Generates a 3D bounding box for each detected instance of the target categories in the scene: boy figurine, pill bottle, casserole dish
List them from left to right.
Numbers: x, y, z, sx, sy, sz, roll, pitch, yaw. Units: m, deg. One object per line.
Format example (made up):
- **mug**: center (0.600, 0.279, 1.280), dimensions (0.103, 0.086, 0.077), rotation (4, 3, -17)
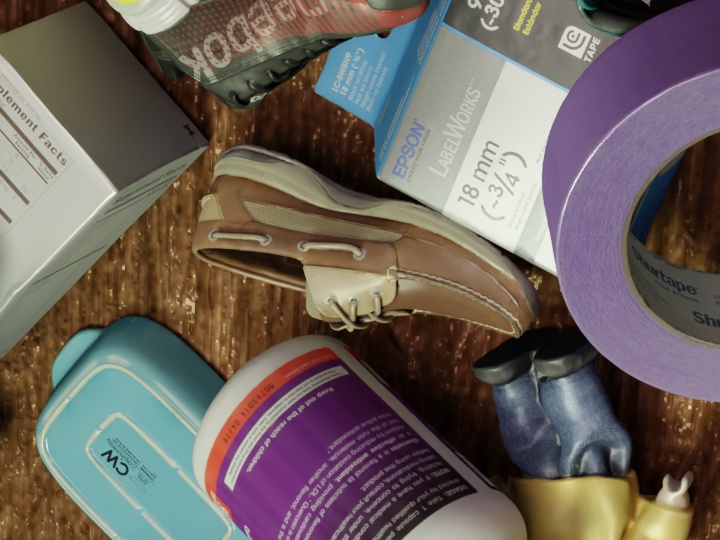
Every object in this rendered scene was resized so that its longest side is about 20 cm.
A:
- **casserole dish**: center (-0.107, 0.118, 1.613), dimensions (0.200, 0.039, 0.121), rotation (45, 118, 6)
- **pill bottle**: center (0.009, 0.132, 1.491), dimensions (0.200, 0.112, 0.113), rotation (43, 121, 31)
- **boy figurine**: center (0.127, 0.130, 1.493), dimensions (0.124, 0.064, 0.200), rotation (-12, 103, 38)

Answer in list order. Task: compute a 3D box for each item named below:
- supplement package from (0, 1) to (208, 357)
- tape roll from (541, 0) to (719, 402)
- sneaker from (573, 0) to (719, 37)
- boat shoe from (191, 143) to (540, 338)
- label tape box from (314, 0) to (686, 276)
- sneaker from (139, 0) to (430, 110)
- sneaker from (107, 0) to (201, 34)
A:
- **supplement package**: center (-0.201, -0.036, 1.562), dimensions (0.110, 0.114, 0.200), rotation (49, 118, 4)
- **tape roll**: center (0.189, -0.033, 1.360), dimensions (0.200, 0.066, 0.200), rotation (-2, 126, -3)
- **sneaker**: center (0.113, -0.173, 1.371), dimensions (0.200, 0.121, 0.084), rotation (27, 116, 15)
- **boat shoe**: center (0.000, 0.000, 1.494), dimensions (0.200, 0.076, 0.072), rotation (21, 71, 25)
- **label tape box**: center (0.072, -0.098, 1.447), dimensions (0.200, 0.063, 0.144), rotation (29, 116, 13)
- **sneaker**: center (-0.040, -0.132, 1.473), dimensions (0.200, 0.071, 0.098), rotation (5, 114, 37)
- **sneaker**: center (-0.149, -0.206, 1.461), dimensions (0.078, 0.090, 0.200), rotation (-49, 48, 5)
